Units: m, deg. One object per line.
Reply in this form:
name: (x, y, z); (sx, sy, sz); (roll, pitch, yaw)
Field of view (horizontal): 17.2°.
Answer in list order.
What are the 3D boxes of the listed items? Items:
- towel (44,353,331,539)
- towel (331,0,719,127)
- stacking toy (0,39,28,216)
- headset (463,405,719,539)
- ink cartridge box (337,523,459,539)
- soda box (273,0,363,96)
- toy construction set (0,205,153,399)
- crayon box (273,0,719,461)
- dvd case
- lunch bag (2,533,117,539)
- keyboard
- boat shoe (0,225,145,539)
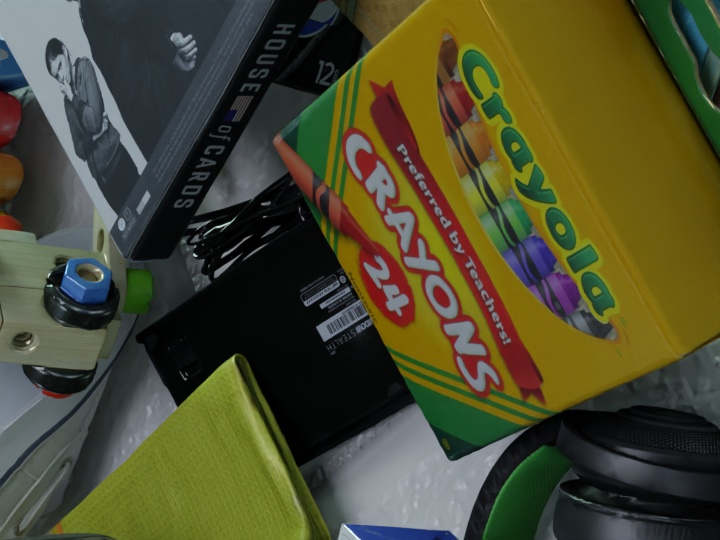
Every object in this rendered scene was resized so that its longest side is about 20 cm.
towel: (-0.090, 0.122, 0.932); (0.200, 0.018, 0.086); (-44, 64, 35)
towel: (0.042, -0.095, 0.755); (0.200, 0.022, 0.147); (49, 151, 23)
stacking toy: (-0.188, 0.005, 1.021); (0.109, 0.116, 0.201); (-10, 87, 46)
headset: (0.106, 0.101, 0.738); (0.200, 0.094, 0.124); (-23, 67, 57)
ink cartridge box: (0.007, 0.192, 0.760); (0.094, 0.044, 0.201); (35, 115, 60)
soda box: (-0.085, -0.123, 0.948); (0.200, 0.071, 0.064); (21, 97, 45)
toy construction set: (-0.154, -0.019, 0.925); (0.131, 0.199, 0.092); (-111, 21, -47)
crayon box: (0.052, -0.024, 0.724); (0.127, 0.051, 0.200); (61, 154, 3)
dvd case: (-0.090, -0.127, 0.872); (0.200, 0.025, 0.151); (59, 133, 30)
lunch bag: (-0.134, 0.215, 0.870); (0.200, 0.139, 0.168); (-49, 63, 28)
keyboard: (0.000, 0.000, 0.880); (0.200, 0.040, 0.104); (-32, 85, 36)
boat shoe: (-0.149, 0.074, 0.977); (0.071, 0.070, 0.200); (26, 77, 31)
